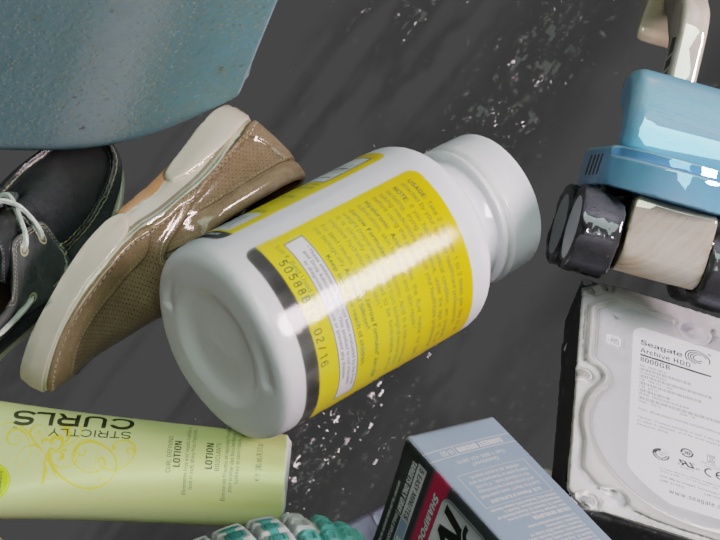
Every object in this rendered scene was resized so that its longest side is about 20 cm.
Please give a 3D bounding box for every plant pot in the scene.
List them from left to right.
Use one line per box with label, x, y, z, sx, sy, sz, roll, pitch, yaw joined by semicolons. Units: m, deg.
plant pot;-0.146;-0.185;1.153;0.198;0.197;0.197;8;53;-17

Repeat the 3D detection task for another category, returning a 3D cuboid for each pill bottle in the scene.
pill bottle;0.000;0.000;1.146;0.199;0.111;0.112;-28;75;-31

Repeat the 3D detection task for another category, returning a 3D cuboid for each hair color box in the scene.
hair color box;0.087;0.174;1.024;0.060;0.100;0.200;-10;41;-37

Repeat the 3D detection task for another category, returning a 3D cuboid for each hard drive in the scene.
hard drive;0.173;0.090;1.133;0.139;0.038;0.200;18;34;-2

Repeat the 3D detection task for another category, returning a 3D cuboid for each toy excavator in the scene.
toy excavator;0.179;-0.087;1.213;0.099;0.194;0.202;16;92;-3

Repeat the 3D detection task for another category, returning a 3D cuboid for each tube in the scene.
tube;-0.137;0.105;1.124;0.198;0.058;0.052;5;106;-2

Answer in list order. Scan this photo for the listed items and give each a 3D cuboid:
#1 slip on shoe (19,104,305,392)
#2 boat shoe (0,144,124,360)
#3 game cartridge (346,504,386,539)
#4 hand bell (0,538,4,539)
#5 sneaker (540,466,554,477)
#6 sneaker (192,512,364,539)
slip on shoe;-0.106;-0.005;1.162;0.060;0.076;0.200;34;59;9
boat shoe;-0.189;-0.008;1.145;0.072;0.068;0.200;32;57;8
game cartridge;0.034;0.223;1.112;0.129;0.038;0.201;-26;74;-14
hand bell;-0.221;0.218;1.056;0.104;0.104;0.201;24;54;1
sneaker;0.141;0.175;1.130;0.200;0.070;0.080;33;69;4
sneaker;-0.084;0.188;1.079;0.199;0.078;0.092;-21;98;0
